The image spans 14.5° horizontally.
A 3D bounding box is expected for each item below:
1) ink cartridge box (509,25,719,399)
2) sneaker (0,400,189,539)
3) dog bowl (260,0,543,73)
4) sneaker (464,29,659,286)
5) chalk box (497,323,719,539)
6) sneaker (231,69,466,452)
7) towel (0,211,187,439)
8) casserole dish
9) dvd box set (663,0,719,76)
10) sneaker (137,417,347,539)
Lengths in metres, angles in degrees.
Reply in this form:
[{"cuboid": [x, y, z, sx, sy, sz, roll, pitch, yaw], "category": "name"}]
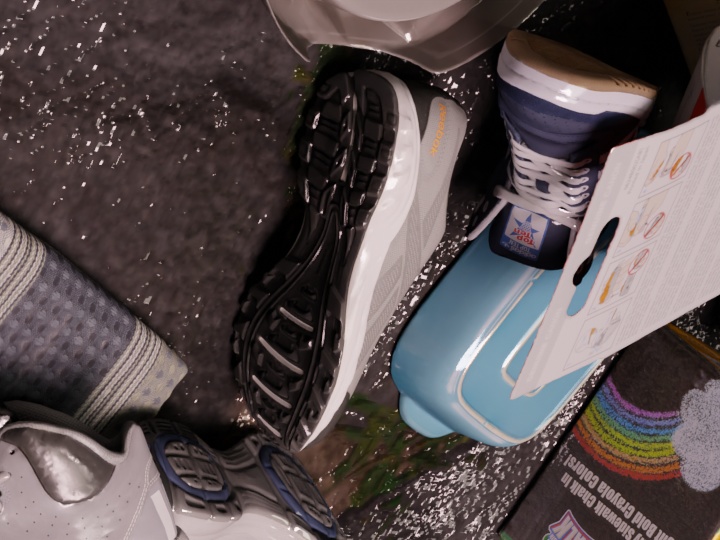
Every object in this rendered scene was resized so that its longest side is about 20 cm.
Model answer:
[{"cuboid": [0.145, -0.037, 1.372, 0.200, 0.047, 0.160, -24, 145, -42], "category": "ink cartridge box"}, {"cuboid": [-0.181, 0.115, 1.254, 0.200, 0.075, 0.116, -18, 105, -15], "category": "sneaker"}, {"cuboid": [0.022, -0.183, 1.248, 0.200, 0.059, 0.200, -23, 132, -28], "category": "dog bowl"}, {"cuboid": [0.090, -0.051, 1.340, 0.109, 0.070, 0.200, -65, 169, 7], "category": "sneaker"}, {"cuboid": [0.175, 0.150, 1.582, 0.124, 0.125, 0.200, 23, 104, -47], "category": "chalk box"}, {"cuboid": [0.000, 0.000, 1.357, 0.079, 0.074, 0.200, -2, 120, -46], "category": "sneaker"}, {"cuboid": [-0.191, 0.076, 1.281, 0.200, 0.035, 0.193, -51, 142, -2], "category": "towel"}, {"cuboid": [0.101, 0.015, 1.481, 0.200, 0.039, 0.121, -50, 138, 2], "category": "casserole dish"}, {"cuboid": [0.237, -0.123, 1.443, 0.146, 0.029, 0.200, -11, 140, 17], "category": "dvd box set"}, {"cuboid": [-0.077, 0.127, 1.389, 0.087, 0.075, 0.200, -42, 147, 18], "category": "sneaker"}]
